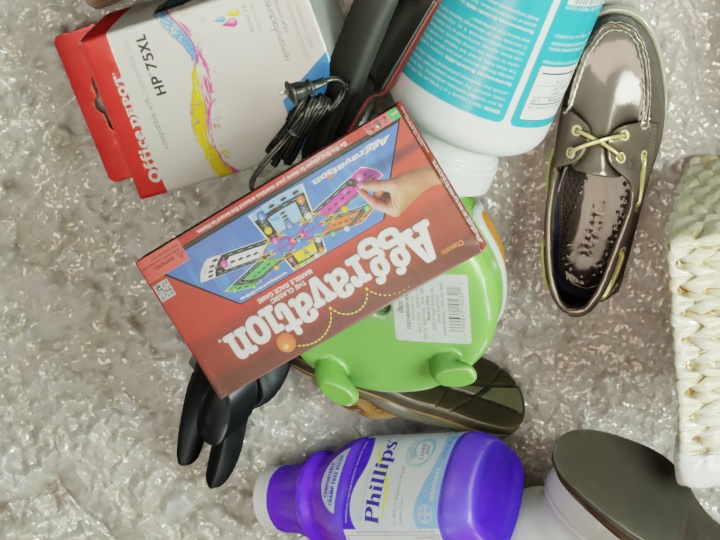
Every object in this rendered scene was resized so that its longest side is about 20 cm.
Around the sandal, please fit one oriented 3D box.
[{"bbox_3d":[0.015,0.069,1.523,0.199,0.082,0.055,22,136,-4],"label":"sandal"}]

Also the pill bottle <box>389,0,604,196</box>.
[{"bbox_3d":[0.085,-0.150,1.393,0.110,0.111,0.201,24,113,3],"label":"pill bottle"}]

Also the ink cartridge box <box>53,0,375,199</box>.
[{"bbox_3d":[-0.104,-0.123,1.468,0.199,0.067,0.117,-16,108,17],"label":"ink cartridge box"}]

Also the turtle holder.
[{"bbox_3d":[0.009,0.007,1.457,0.185,0.132,0.141,-26,109,27],"label":"turtle holder"}]

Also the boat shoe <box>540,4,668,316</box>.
[{"bbox_3d":[0.154,-0.068,1.436,0.071,0.060,0.201,12,113,8],"label":"boat shoe"}]

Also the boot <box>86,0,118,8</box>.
[{"bbox_3d":[-0.124,-0.274,1.416,0.199,0.064,0.188,-11,104,22],"label":"boot"}]

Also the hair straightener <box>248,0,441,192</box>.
[{"bbox_3d":[-0.026,-0.111,1.384,0.200,0.077,0.041,-55,51,36],"label":"hair straightener"}]

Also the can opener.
[{"bbox_3d":[-0.098,0.091,1.517,0.063,0.078,0.200,47,153,10],"label":"can opener"}]

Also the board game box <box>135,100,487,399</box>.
[{"bbox_3d":[-0.032,-0.010,1.368,0.199,0.019,0.103,-30,97,20],"label":"board game box"}]

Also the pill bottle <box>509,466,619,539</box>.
[{"bbox_3d":[0.121,0.222,1.527,0.112,0.112,0.201,32,114,-1],"label":"pill bottle"}]

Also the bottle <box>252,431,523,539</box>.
[{"bbox_3d":[0.015,0.154,1.520,0.199,0.084,0.065,-5,148,39],"label":"bottle"}]

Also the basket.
[{"bbox_3d":[0.288,0.021,1.367,0.197,0.200,0.162,-6,107,15],"label":"basket"}]

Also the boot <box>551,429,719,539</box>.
[{"bbox_3d":[0.167,0.205,1.419,0.186,0.064,0.200,35,141,3],"label":"boot"}]
